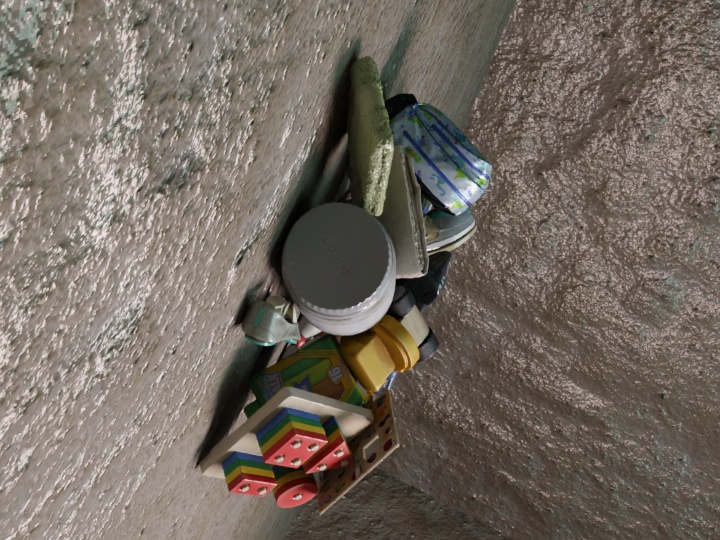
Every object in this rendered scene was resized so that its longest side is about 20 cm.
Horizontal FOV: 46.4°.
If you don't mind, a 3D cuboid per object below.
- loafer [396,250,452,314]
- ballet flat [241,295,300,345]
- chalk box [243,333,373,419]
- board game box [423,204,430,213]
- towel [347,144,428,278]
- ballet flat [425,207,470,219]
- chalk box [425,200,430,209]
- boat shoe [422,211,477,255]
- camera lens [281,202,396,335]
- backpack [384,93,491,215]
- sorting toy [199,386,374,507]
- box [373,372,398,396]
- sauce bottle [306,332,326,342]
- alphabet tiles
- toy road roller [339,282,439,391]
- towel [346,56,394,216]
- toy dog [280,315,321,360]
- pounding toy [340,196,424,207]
[{"bbox_3d":[0.091,0.028,1.366,0.072,0.073,0.200,-47,-173,-30],"label":"loafer"},{"bbox_3d":[-0.114,0.068,1.167,0.200,0.066,0.065,31,77,-83],"label":"ballet flat"},{"bbox_3d":[-0.097,0.203,1.359,0.198,0.126,0.124,-30,172,4],"label":"chalk box"},{"bbox_3d":[0.058,-0.051,1.625,0.199,0.103,0.019,-41,175,2],"label":"board game box"},{"bbox_3d":[0.041,-0.083,1.301,0.034,0.131,0.204,-3,84,-41],"label":"towel"},{"bbox_3d":[0.105,-0.049,1.462,0.200,0.072,0.072,-43,169,-9],"label":"ballet flat"},{"bbox_3d":[0.054,-0.081,1.714,0.203,0.122,0.125,-65,174,9],"label":"chalk box"},{"bbox_3d":[0.099,-0.061,1.381,0.075,0.197,0.069,36,-33,66],"label":"boat shoe"},{"bbox_3d":[-0.028,0.001,1.192,0.162,0.158,0.200,-64,173,-10],"label":"camera lens"},{"bbox_3d":[0.116,-0.183,1.349,0.152,0.202,0.163,-29,174,5],"label":"backpack"},{"bbox_3d":[-0.099,0.276,1.252,0.200,0.070,0.198,-43,140,20],"label":"sorting toy"},{"bbox_3d":[0.003,0.148,1.777,0.150,0.197,0.108,-61,173,-29],"label":"box"},{"bbox_3d":[-0.038,0.098,1.620,0.199,0.066,0.066,-35,-166,39],"label":"sauce bottle"},{"bbox_3d":[-0.008,0.276,1.337,0.167,0.008,0.200,-44,-164,12],"label":"alphabet tiles"},{"bbox_3d":[0.013,0.107,1.340,0.198,0.124,0.146,4,-139,51],"label":"toy road roller"},{"bbox_3d":[0.009,-0.172,1.128,0.201,0.036,0.151,103,-23,-66],"label":"towel"},{"bbox_3d":[-0.068,0.110,1.531,0.132,0.095,0.203,-36,150,-76],"label":"toy dog"},{"bbox_3d":[0.048,-0.140,1.509,0.185,0.140,0.203,96,8,-66],"label":"pounding toy"}]
